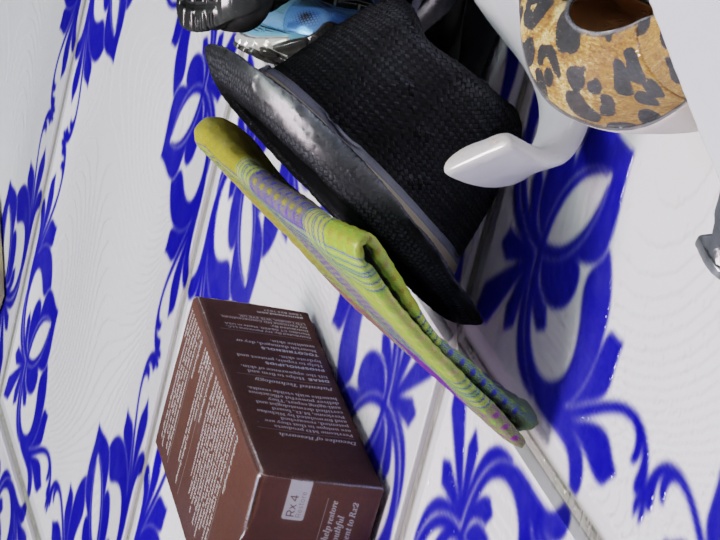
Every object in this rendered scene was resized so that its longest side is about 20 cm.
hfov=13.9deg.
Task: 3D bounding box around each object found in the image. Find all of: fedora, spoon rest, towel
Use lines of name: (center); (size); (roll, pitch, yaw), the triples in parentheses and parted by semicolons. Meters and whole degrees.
fedora: (0.017, -0.064, 1.376); (0.092, 0.201, 0.201); (-44, 21, -2)
spoon rest: (0.075, -0.122, 1.311); (0.099, 0.061, 0.200); (-20, 52, 40)
towel: (0.000, 0.000, 1.354); (0.023, 0.144, 0.200); (-45, 29, -3)

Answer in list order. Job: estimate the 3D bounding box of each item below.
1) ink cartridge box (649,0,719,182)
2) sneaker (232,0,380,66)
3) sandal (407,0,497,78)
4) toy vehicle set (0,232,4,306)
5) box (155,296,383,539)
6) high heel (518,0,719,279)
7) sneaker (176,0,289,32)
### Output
ink cartridge box: (0.191, -0.102, 0.798); (0.146, 0.147, 0.200); (-104, 28, -49)
sneaker: (-0.012, -0.146, 1.527); (0.200, 0.078, 0.090); (-90, 24, -74)
sandal: (0.047, -0.145, 1.435); (0.200, 0.043, 0.076); (116, 155, -43)
toy vehicle set: (-0.353, 0.045, 2.620); (0.124, 0.026, 0.200); (-99, 25, -44)
box: (-0.052, 0.104, 1.587); (0.200, 0.075, 0.100); (-112, 35, -61)
high heel: (0.124, -0.108, 1.118); (0.200, 0.071, 0.143); (56, 144, 42)
sneaker: (-0.044, -0.161, 1.419); (0.200, 0.091, 0.076); (-99, 18, -67)
